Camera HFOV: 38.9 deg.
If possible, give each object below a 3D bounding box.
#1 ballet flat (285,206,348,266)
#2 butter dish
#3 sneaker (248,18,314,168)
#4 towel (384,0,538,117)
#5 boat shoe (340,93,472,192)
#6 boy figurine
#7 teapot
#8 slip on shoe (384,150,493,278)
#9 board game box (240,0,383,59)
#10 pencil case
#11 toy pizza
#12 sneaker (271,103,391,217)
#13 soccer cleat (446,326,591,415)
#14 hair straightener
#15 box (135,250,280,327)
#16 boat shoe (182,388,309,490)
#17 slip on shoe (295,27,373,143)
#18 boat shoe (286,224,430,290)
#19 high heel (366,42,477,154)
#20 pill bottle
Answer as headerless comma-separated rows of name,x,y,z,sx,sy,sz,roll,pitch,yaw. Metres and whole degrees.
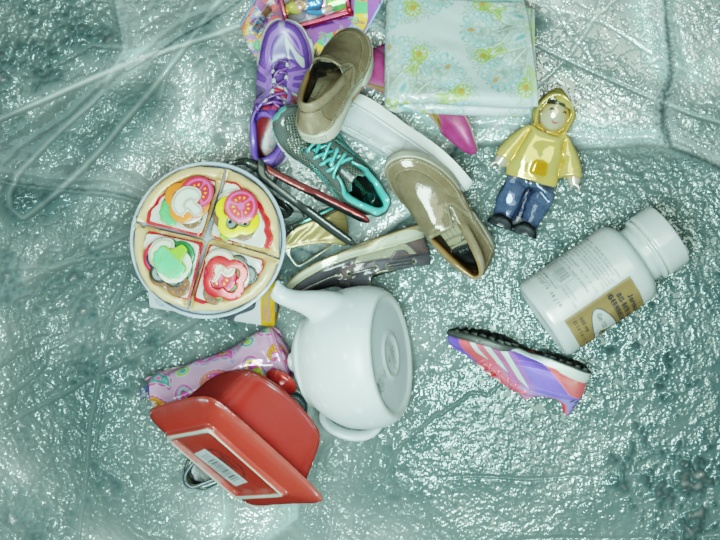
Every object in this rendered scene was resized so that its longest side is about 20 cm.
ballet flat,-0.109,-0.028,1.372,0.200,0.069,0.063,-19,98,4
butter dish,-0.132,0.188,1.278,0.200,0.199,0.148,45,57,-17
sneaker,-0.106,-0.229,1.344,0.080,0.083,0.201,7,102,0
towel,0.131,-0.283,1.323,0.199,0.048,0.172,2,65,-2
boat shoe,0.055,-0.155,1.355,0.200,0.072,0.069,36,89,1
boy figurine,0.240,-0.143,1.353,0.124,0.064,0.200,22,96,5
teapot,-0.024,0.119,1.327,0.146,0.197,0.201,-8,78,21
slip on shoe,0.102,-0.069,1.317,0.076,0.061,0.200,-23,121,30
board game box,-0.066,-0.353,1.371,0.158,0.039,0.200,30,94,2
pencil case,-0.190,0.144,1.373,0.200,0.087,0.088,-22,91,5
toy pizza,-0.194,-0.040,1.286,0.200,0.032,0.201,0,86,2
sneaker,-0.029,-0.140,1.320,0.200,0.091,0.078,40,88,-24
soccer cleat,0.205,0.132,1.364,0.200,0.068,0.073,19,97,0
hair straightener,-0.091,-0.082,1.322,0.200,0.041,0.077,29,86,-7
box,-0.207,0.012,1.356,0.199,0.119,0.042,7,49,2
boat shoe,-0.157,0.230,1.385,0.200,0.062,0.075,-31,88,3
slip on shoe,-0.036,-0.250,1.292,0.076,0.061,0.200,8,53,21
boat shoe,0.000,0.000,1.366,0.200,0.072,0.065,-22,86,-3
high heel,0.069,-0.217,1.352,0.096,0.067,0.200,-35,85,-6
pill bottle,0.319,0.010,1.328,0.200,0.114,0.114,-35,90,3
